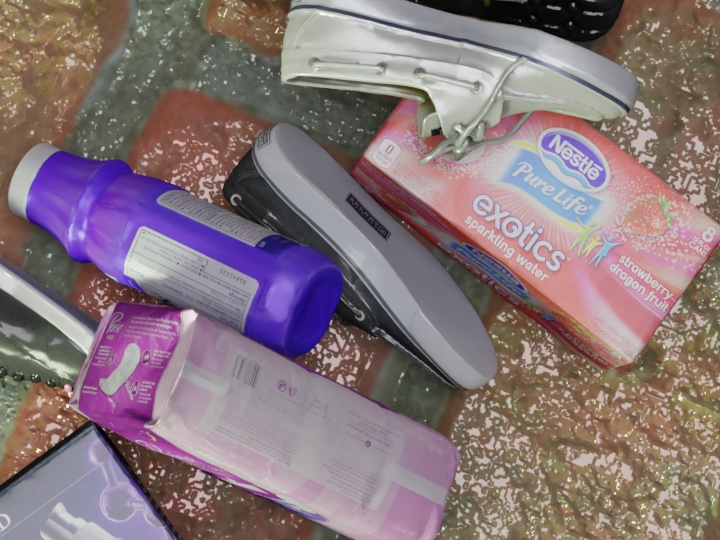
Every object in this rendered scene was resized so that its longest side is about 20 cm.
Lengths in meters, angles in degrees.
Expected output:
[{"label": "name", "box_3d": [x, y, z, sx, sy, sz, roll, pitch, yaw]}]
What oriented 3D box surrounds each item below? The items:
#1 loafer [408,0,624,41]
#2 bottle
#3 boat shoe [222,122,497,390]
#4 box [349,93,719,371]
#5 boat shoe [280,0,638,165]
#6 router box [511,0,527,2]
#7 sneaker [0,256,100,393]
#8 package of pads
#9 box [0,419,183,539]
[{"label": "loafer", "box_3d": [0.063, -0.192, 1.520, 0.200, 0.068, 0.071, 13, 55, 1]}, {"label": "bottle", "box_3d": [-0.111, -0.015, 1.462, 0.199, 0.084, 0.066, 25, 94, 17]}, {"label": "boat shoe", "box_3d": [0.000, 0.000, 1.501, 0.057, 0.069, 0.200, -42, 92, 26]}, {"label": "box", "box_3d": [0.103, -0.040, 1.491, 0.200, 0.095, 0.103, 38, 82, -1]}, {"label": "boat shoe", "box_3d": [0.051, -0.097, 1.406, 0.201, 0.075, 0.086, 15, 82, -2]}, {"label": "router box", "box_3d": [0.003, -0.245, 1.477, 0.199, 0.049, 0.180, 4, 52, -4]}, {"label": "sneaker", "box_3d": [-0.210, 0.053, 1.474, 0.200, 0.071, 0.099, 33, 89, 0]}, {"label": "package of pads", "box_3d": [-0.052, 0.088, 1.420, 0.200, 0.120, 0.076, 28, 77, -29]}, {"label": "box", "box_3d": [-0.154, 0.208, 1.446, 0.148, 0.104, 0.200, -37, 90, -6]}]
